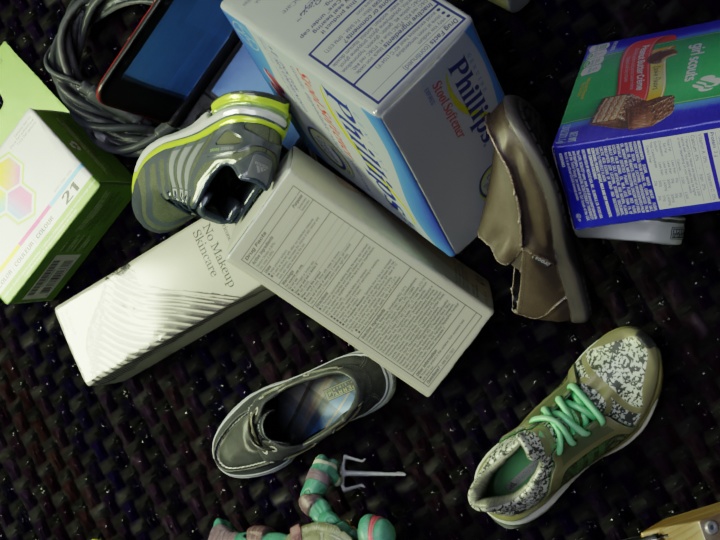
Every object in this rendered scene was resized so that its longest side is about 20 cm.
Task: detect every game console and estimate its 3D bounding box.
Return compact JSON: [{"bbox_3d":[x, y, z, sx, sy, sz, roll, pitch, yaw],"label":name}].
[{"bbox_3d":[-0.085,-0.176,1.401,0.172,0.119,0.201,36,104,-5],"label":"game console"}]

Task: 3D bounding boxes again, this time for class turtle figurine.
[{"bbox_3d":[-0.027,0.229,1.428,0.199,0.100,0.151,-21,82,29],"label":"turtle figurine"}]

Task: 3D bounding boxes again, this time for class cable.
[{"bbox_3d":[-0.188,-0.178,1.521,0.198,0.051,0.165,3,97,20],"label":"cable"}]

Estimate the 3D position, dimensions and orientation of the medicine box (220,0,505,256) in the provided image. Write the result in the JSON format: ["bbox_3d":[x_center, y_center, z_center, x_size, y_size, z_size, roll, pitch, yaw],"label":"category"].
[{"bbox_3d":[0.017,-0.138,1.312,0.103,0.183,0.200,-43,50,-9],"label":"medicine box"}]

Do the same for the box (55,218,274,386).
[{"bbox_3d":[-0.161,0.021,1.495,0.199,0.068,0.083,-31,79,22],"label":"box"}]

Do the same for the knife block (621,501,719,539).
[{"bbox_3d":[0.264,0.215,1.322,0.198,0.175,0.065,-16,84,-22],"label":"knife block"}]

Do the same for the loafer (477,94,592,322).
[{"bbox_3d":[0.119,-0.035,1.271,0.070,0.073,0.201,-13,123,10],"label":"loafer"}]

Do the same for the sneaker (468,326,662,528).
[{"bbox_3d":[0.156,0.127,1.336,0.077,0.088,0.200,44,107,17],"label":"sneaker"}]

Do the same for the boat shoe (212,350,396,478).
[{"bbox_3d":[-0.059,0.126,1.442,0.199,0.066,0.070,-25,85,32],"label":"boat shoe"}]

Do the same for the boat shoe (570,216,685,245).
[{"bbox_3d":[0.157,-0.059,1.356,0.198,0.071,0.064,5,93,16],"label":"boat shoe"}]

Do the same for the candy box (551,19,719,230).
[{"bbox_3d":[0.254,-0.114,1.251,0.198,0.170,0.078,-7,120,22],"label":"candy box"}]

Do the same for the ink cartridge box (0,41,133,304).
[{"bbox_3d":[-0.319,-0.090,1.560,0.200,0.076,0.148,46,107,15],"label":"ink cartridge box"}]

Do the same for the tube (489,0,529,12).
[{"bbox_3d":[0.056,-0.275,1.407,0.199,0.052,0.058,35,73,24],"label":"tube"}]

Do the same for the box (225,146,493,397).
[{"bbox_3d":[0.000,0.000,1.372,0.199,0.078,0.095,36,106,-10],"label":"box"}]

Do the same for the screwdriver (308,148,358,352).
[{"bbox_3d":[-0.016,-0.018,1.450,0.028,0.029,0.202,-16,85,8],"label":"screwdriver"}]

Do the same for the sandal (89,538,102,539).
[{"bbox_3d":[-0.256,0.338,1.534,0.079,0.087,0.202,14,95,25],"label":"sandal"}]

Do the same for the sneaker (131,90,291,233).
[{"bbox_3d":[-0.128,-0.071,1.384,0.200,0.073,0.082,-34,43,49],"label":"sneaker"}]
